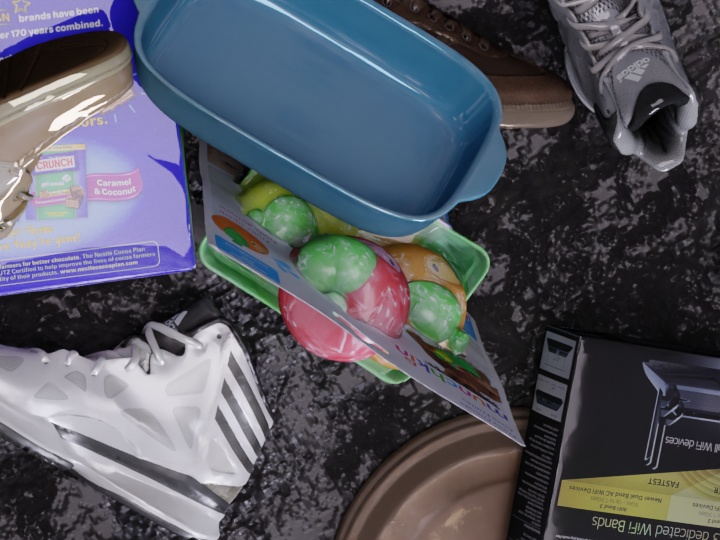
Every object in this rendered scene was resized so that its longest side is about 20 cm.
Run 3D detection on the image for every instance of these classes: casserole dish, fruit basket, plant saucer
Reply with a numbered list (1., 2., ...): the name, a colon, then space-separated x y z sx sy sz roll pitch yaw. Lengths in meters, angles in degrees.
1. casserole dish: -0.024 -0.086 1.443 0.200 0.121 0.039 31 139 -1
2. fruit basket: 0.000 0.000 1.474 0.185 0.200 0.094 33 97 -13
3. plant saucer: 0.082 0.174 1.614 0.199 0.029 0.201 -2 102 -9

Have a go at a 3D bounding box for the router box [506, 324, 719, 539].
1. router box: 0.183 0.122 1.582 0.199 0.052 0.158 10 93 -19

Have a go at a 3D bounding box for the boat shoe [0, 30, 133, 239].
1. boat shoe: -0.188 -0.048 1.426 0.200 0.072 0.065 -29 110 8

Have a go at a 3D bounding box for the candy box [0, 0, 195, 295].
1. candy box: -0.176 -0.094 1.490 0.168 0.077 0.201 -7 105 -5

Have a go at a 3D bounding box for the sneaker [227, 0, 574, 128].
1. sneaker: 0.018 -0.119 1.518 0.199 0.070 0.076 8 96 -12

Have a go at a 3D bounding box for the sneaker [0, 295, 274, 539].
1. sneaker: -0.133 0.049 1.540 0.200 0.076 0.116 31 88 -22

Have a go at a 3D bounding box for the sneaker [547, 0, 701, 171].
1. sneaker: 0.128 -0.131 1.475 0.075 0.116 0.200 -26 129 4
